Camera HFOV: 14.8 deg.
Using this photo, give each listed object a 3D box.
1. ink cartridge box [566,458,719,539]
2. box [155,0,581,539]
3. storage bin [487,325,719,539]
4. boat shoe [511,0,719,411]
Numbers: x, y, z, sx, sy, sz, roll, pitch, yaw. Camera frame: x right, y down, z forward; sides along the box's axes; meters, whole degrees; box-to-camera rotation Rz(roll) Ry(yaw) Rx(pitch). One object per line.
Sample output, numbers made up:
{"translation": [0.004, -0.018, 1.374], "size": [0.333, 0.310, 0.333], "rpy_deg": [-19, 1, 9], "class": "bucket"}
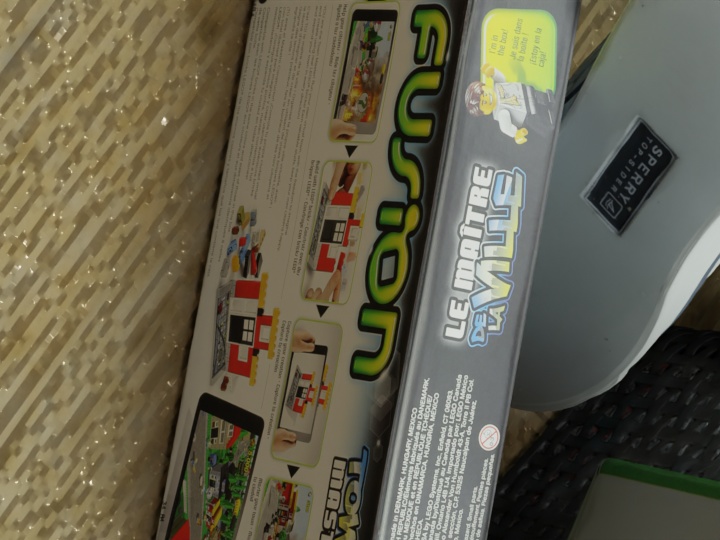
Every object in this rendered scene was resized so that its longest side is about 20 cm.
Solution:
{"translation": [0.159, 0.128, 0.703], "size": [0.199, 0.146, 0.084], "rpy_deg": [28, 79, -32], "class": "ink cartridge box"}
{"translation": [0.000, 0.000, 0.721], "size": [0.035, 0.110, 0.202], "rpy_deg": [12, 87, -33], "class": "box"}
{"translation": [0.089, 0.126, 0.798], "size": [0.200, 0.094, 0.136], "rpy_deg": [-46, 115, -22], "class": "storage bin"}
{"translation": [0.081, -0.027, 0.731], "size": [0.065, 0.200, 0.074], "rpy_deg": [-35, 84, -36], "class": "boat shoe"}
